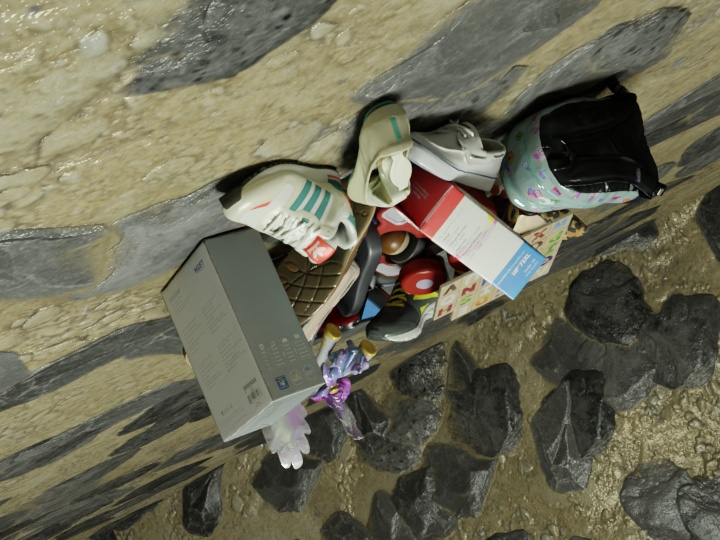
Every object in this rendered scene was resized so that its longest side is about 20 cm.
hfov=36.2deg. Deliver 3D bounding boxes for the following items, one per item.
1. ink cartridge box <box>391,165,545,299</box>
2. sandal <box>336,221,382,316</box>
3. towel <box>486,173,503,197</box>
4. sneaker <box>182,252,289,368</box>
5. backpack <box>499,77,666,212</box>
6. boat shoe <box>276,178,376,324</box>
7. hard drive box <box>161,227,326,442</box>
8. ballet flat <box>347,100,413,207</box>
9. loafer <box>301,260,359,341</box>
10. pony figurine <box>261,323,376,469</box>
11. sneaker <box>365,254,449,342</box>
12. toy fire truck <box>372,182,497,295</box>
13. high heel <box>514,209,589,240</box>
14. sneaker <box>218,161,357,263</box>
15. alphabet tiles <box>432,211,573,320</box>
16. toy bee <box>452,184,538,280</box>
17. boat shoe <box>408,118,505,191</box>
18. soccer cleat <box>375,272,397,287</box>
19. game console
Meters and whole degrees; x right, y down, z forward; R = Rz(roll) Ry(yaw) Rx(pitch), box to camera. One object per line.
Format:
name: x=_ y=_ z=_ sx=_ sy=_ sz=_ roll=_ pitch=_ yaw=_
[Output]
ink cartridge box: x=0.113 y=-0.061 z=1.312 sx=0.067 sy=0.200 sz=0.116 roll=-51 pitch=-154 yaw=7
sandal: x=0.000 y=0.000 z=1.440 sx=0.043 sy=0.076 sz=0.200 roll=-16 pitch=160 yaw=-23
towel: x=0.138 y=-0.098 z=1.593 sx=0.132 sy=0.035 sz=0.200 roll=-18 pitch=165 yaw=-45
sneaker: x=-0.147 y=0.047 z=1.432 sx=0.200 sy=0.090 sz=0.067 roll=-33 pitch=127 yaw=-2
backpack: x=0.278 y=-0.145 z=1.416 sx=0.199 sy=0.168 sz=0.126 roll=-12 pitch=167 yaw=-36
boat shoe: x=-0.041 y=-0.015 z=1.304 sx=0.201 sy=0.072 sz=0.068 roll=-57 pitch=169 yaw=7
hard drive box: x=-0.140 y=0.076 z=1.279 sx=0.076 sy=0.201 sz=0.156 roll=-17 pitch=166 yaw=-35
ballet flat: x=0.025 y=-0.103 z=1.158 sx=0.069 sy=0.070 sz=0.200 roll=-25 pitch=163 yaw=-10
loafer: x=-0.073 y=0.060 z=1.375 sx=0.200 sy=0.072 sz=0.063 roll=-51 pitch=143 yaw=8
pony figurine: x=-0.068 y=0.141 z=1.472 sx=0.166 sy=0.194 sz=0.200 roll=-10 pitch=149 yaw=-49
sneaker: x=0.064 y=0.038 z=1.560 sx=0.074 sy=0.085 sz=0.200 roll=2 pitch=-158 yaw=32
toy fire truck: x=0.076 y=-0.061 z=1.458 sx=0.199 sy=0.113 sz=0.168 roll=-28 pitch=142 yaw=31
high heel: x=0.230 y=-0.047 z=1.649 sx=0.199 sy=0.072 sz=0.143 roll=18 pitch=-127 yaw=43
sneaker: x=-0.063 y=-0.055 z=1.146 sx=0.070 sy=0.094 sz=0.199 roll=-33 pitch=168 yaw=26
alphabet tiles: x=0.188 y=0.003 z=1.488 sx=0.199 sy=0.008 sz=0.167 roll=-26 pitch=157 yaw=-15
toy bee: x=0.183 y=-0.065 z=1.558 sx=0.130 sy=0.201 sz=0.109 roll=3 pitch=144 yaw=16
boat shoe: x=0.106 y=-0.142 z=1.262 sx=0.200 sy=0.073 sz=0.066 roll=4 pitch=117 yaw=-61
soccer cleat: x=-0.005 y=0.001 z=1.665 sx=0.086 sy=0.070 sz=0.200 roll=23 pitch=149 yaw=-32
game console: x=-0.057 y=0.088 z=1.618 sx=0.199 sy=0.119 sz=0.173 roll=-17 pitch=-150 yaw=22
